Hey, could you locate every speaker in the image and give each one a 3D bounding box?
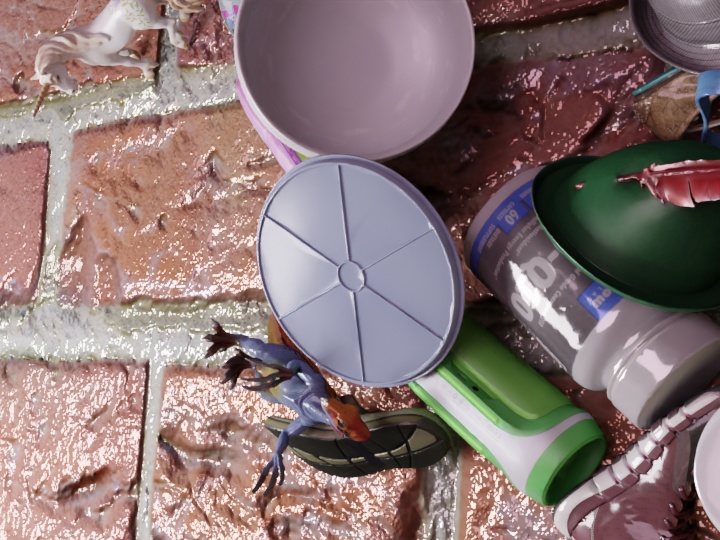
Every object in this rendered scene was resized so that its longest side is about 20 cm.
[{"bbox_3d":[0.106,0.102,0.957,0.200,0.088,0.089,42,107,33],"label":"speaker"}]

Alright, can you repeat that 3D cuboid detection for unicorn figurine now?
[{"bbox_3d":[-0.265,-0.248,1.250,0.200,0.137,0.074,-52,58,18],"label":"unicorn figurine"}]

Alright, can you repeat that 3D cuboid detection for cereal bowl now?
[{"bbox_3d":[-0.010,-0.183,0.973,0.083,0.200,0.201,165,112,-79],"label":"cereal bowl"}]

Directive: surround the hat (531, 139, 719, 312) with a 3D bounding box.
[{"bbox_3d":[0.233,-0.083,0.806,0.200,0.165,0.176,50,139,32],"label":"hat"}]

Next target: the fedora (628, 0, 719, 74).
[{"bbox_3d":[0.263,-0.246,0.853,0.177,0.090,0.200,-38,37,22],"label":"fedora"}]

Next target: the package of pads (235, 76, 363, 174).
[{"bbox_3d":[-0.031,-0.099,1.065,0.076,0.121,0.200,-36,61,3],"label":"package of pads"}]

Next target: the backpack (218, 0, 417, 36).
[{"bbox_3d":[-0.032,-0.271,1.087,0.200,0.127,0.167,-17,71,28],"label":"backpack"}]

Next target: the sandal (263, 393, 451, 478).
[{"bbox_3d":[0.001,0.144,1.045,0.201,0.080,0.057,-9,45,36],"label":"sandal"}]

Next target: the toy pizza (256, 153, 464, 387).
[{"bbox_3d":[0.000,0.000,0.948,0.200,0.032,0.201,13,116,29],"label":"toy pizza"}]

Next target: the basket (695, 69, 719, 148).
[{"bbox_3d":[0.329,-0.095,0.777,0.200,0.176,0.139,4,86,17],"label":"basket"}]

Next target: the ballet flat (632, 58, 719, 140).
[{"bbox_3d":[0.304,-0.159,0.879,0.200,0.070,0.065,-32,93,31],"label":"ballet flat"}]

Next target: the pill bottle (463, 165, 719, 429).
[{"bbox_3d":[0.182,0.020,0.898,0.114,0.114,0.200,-53,57,17],"label":"pill bottle"}]

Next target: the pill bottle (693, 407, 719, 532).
[{"bbox_3d":[0.287,0.130,0.749,0.109,0.200,0.110,-6,79,35],"label":"pill bottle"}]

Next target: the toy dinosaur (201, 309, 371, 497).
[{"bbox_3d":[-0.052,0.091,1.015,0.181,0.200,0.105,15,135,27],"label":"toy dinosaur"}]

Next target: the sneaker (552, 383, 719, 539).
[{"bbox_3d":[0.245,0.173,0.862,0.200,0.076,0.116,-48,63,32],"label":"sneaker"}]
